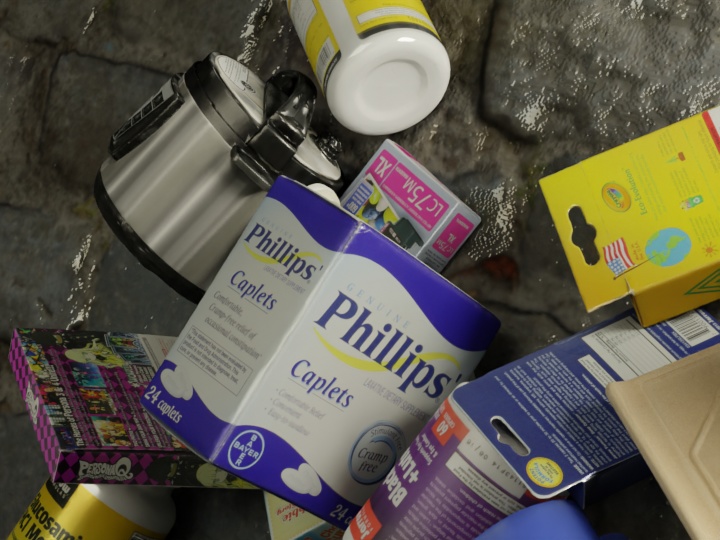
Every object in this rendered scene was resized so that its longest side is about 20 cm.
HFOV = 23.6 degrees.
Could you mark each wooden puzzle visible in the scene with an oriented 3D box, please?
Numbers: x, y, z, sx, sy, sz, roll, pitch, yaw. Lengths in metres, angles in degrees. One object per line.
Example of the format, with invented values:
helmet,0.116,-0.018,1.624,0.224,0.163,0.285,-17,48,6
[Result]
wooden puzzle,0.278,0.109,1.086,0.198,0.037,0.186,-18,45,-8

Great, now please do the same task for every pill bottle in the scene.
pill bottle,0.056,0.190,1.239,0.201,0.111,0.111,-53,45,9
pill bottle,-0.002,-0.222,1.515,0.112,0.112,0.201,-38,48,19
pill bottle,-0.229,0.222,1.469,0.112,0.112,0.201,36,93,45

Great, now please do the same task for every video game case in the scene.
video game case,-0.184,0.112,1.423,0.200,0.179,0.036,51,130,55

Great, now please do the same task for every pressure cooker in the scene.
pressure cooker,-0.110,-0.090,1.495,0.200,0.178,0.176,-44,57,14

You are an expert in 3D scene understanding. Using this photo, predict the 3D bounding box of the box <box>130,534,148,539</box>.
box,-0.134,0.325,1.296,0.086,0.163,0.202,16,77,44

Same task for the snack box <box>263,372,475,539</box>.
snack box,0.006,0.136,1.366,0.199,0.037,0.117,-32,49,24

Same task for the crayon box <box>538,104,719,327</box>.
crayon box,0.238,-0.044,1.216,0.198,0.051,0.128,-21,53,8

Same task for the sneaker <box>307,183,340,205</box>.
sneaker,-0.060,0.027,1.414,0.081,0.075,0.202,24,85,31

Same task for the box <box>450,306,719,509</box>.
box,0.172,0.089,1.175,0.198,0.033,0.121,-21,43,-20

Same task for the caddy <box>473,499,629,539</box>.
caddy,0.115,0.248,1.141,0.200,0.141,0.106,-39,42,18

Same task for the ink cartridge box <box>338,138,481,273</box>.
ink cartridge box,0.000,0.000,1.446,0.201,0.042,0.119,-53,44,7

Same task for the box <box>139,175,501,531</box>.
box,-0.026,0.067,1.274,0.105,0.183,0.201,30,87,47
